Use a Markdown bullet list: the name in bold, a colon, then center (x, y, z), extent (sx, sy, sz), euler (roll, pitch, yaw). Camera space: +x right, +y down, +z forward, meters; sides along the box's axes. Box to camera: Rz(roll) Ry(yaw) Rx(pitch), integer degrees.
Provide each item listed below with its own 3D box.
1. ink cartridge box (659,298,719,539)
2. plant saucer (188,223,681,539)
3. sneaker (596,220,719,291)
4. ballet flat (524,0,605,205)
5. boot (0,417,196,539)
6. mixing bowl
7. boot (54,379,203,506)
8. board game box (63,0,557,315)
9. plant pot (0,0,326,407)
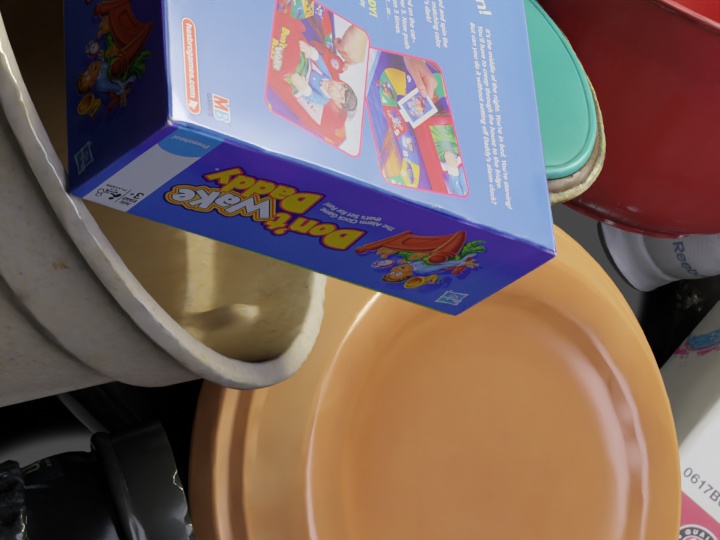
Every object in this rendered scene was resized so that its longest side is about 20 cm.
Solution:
- **ink cartridge box**: center (0.197, 0.079, 1.105), extent (0.148, 0.086, 0.200), euler (40, 90, -12)
- **plant saucer**: center (0.036, 0.070, 0.872), extent (0.200, 0.037, 0.201), euler (5, 83, -37)
- **sneaker**: center (0.183, -0.071, 1.139), extent (0.075, 0.087, 0.200), euler (44, 67, -33)
- **ballet flat**: center (0.024, -0.088, 0.955), extent (0.071, 0.200, 0.071), euler (-24, 152, -14)
- **boot**: center (-0.115, 0.156, 0.809), extent (0.157, 0.079, 0.212), euler (-14, 91, -12)
- **mixing bowl**: center (0.114, -0.083, 1.034), extent (0.200, 0.200, 0.109), euler (3, 122, -39)
- **boot**: center (-0.048, 0.039, 0.954), extent (0.151, 0.073, 0.200), euler (46, 21, 0)
- **board game box**: center (-0.018, -0.099, 0.747), extent (0.134, 0.045, 0.200), euler (18, 54, -36)
- **plant pot**: center (-0.137, -0.029, 0.797), extent (0.201, 0.183, 0.201), euler (53, 24, -36)
